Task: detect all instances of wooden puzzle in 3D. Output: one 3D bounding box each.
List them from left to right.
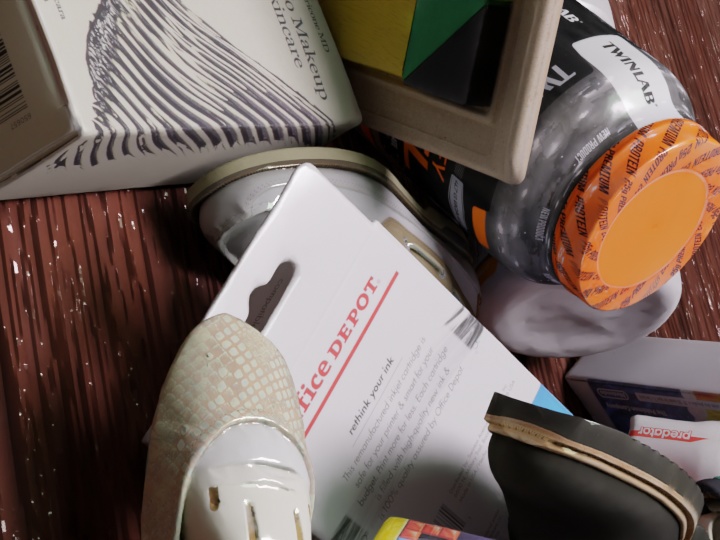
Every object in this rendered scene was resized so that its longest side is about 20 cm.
[{"bbox_3d":[0.024,-0.152,0.737,0.037,0.200,0.187,1,107,-37],"label":"wooden puzzle"}]

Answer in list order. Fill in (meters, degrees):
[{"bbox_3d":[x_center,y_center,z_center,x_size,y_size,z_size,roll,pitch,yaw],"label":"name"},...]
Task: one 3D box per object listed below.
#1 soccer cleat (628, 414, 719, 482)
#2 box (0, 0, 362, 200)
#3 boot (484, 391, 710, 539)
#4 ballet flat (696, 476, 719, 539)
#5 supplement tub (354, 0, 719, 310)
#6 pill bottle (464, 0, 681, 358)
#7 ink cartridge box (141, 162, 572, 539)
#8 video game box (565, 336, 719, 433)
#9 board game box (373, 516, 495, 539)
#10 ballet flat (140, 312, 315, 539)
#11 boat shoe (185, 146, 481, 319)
[{"bbox_3d":[0.174,0.146,0.901,0.201,0.084,0.069,86,22,-50],"label":"soccer cleat"},{"bbox_3d":[-0.087,-0.081,0.689,0.200,0.068,0.083,-14,80,-58],"label":"box"},{"bbox_3d":[0.078,0.142,0.647,0.139,0.077,0.200,-62,144,-14],"label":"boot"},{"bbox_3d":[0.160,0.187,0.744,0.073,0.073,0.202,28,66,-46],"label":"ballet flat"},{"bbox_3d":[0.078,-0.077,0.812,0.122,0.123,0.200,16,22,-52],"label":"supplement tub"},{"bbox_3d":[0.111,-0.062,0.934,0.116,0.116,0.202,28,48,-45],"label":"pill bottle"},{"bbox_3d":[-0.006,0.057,0.678,0.200,0.066,0.116,44,67,-32],"label":"ink cartridge box"},{"bbox_3d":[0.230,0.120,0.929,0.047,0.200,0.183,-46,111,-21],"label":"video game box"},{"bbox_3d":[-0.002,0.209,0.558,0.200,0.056,0.167,-51,149,-56],"label":"board game box"},{"bbox_3d":[-0.042,0.116,0.564,0.067,0.062,0.202,11,82,-36],"label":"ballet flat"},{"bbox_3d":[0.000,0.000,0.762,0.199,0.074,0.069,19,49,-52],"label":"boat shoe"}]
